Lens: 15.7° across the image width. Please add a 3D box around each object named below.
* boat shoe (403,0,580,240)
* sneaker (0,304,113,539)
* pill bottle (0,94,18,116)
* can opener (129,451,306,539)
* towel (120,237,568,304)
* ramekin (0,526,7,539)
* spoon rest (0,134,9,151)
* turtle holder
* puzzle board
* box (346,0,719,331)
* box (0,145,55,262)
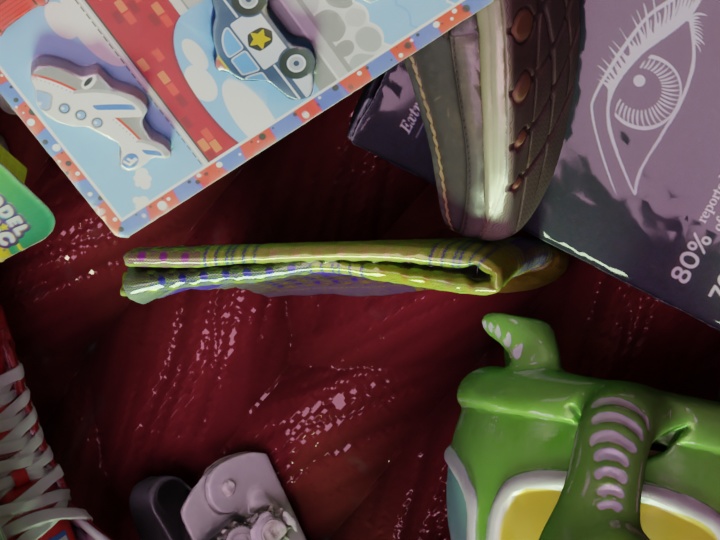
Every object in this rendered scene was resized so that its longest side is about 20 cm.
[{"bbox_3d":[0.028,-0.110,0.889,0.073,0.074,0.200,2,102,25],"label":"boat shoe"},{"bbox_3d":[-0.147,0.082,1.061,0.112,0.071,0.200,37,142,36],"label":"sneaker"},{"bbox_3d":[-0.203,-0.105,1.016,0.200,0.111,0.111,3,112,9],"label":"pill bottle"},{"bbox_3d":[-0.029,0.167,1.132,0.066,0.053,0.200,-10,112,51],"label":"can opener"},{"bbox_3d":[0.000,0.000,0.981,0.143,0.200,0.023,-1,90,9],"label":"towel"},{"bbox_3d":[-0.209,0.111,1.008,0.098,0.200,0.200,-28,109,-26],"label":"ramekin"},{"bbox_3d":[-0.243,-0.016,1.086,0.200,0.061,0.100,-10,107,13],"label":"spoon rest"},{"bbox_3d":[0.104,0.093,0.992,0.141,0.185,0.132,13,87,-20],"label":"turtle holder"},{"bbox_3d":[-0.072,-0.120,0.812,0.151,0.017,0.200,-32,116,11],"label":"puzzle board"},{"bbox_3d":[0.118,-0.079,0.972,0.200,0.104,0.148,28,113,-1],"label":"box"},{"bbox_3d":[-0.218,-0.037,0.978,0.200,0.048,0.117,-9,144,30],"label":"box"}]
